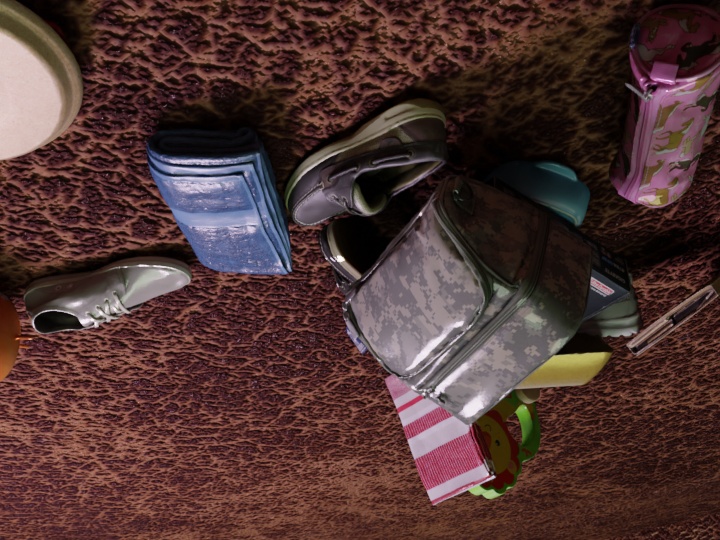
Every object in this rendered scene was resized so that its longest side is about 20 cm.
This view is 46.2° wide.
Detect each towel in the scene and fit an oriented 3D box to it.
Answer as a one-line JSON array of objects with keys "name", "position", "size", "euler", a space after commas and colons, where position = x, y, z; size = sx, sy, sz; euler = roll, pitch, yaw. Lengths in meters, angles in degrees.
[{"name": "towel", "position": [0.112, 0.225, 1.233], "size": [0.022, 0.203, 0.144], "euler": [-4, 156, -41]}, {"name": "towel", "position": [-0.129, -0.059, 0.810], "size": [0.109, 0.049, 0.201], "euler": [1, 152, 6]}]

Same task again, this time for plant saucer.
[{"name": "plant saucer", "position": [0.204, 0.109, 1.078], "size": [0.195, 0.050, 0.200], "euler": [-5, -173, 3]}]

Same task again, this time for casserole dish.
[{"name": "casserole dish", "position": [0.162, -0.037, 0.907], "size": [0.119, 0.039, 0.201], "euler": [17, 141, -15]}]

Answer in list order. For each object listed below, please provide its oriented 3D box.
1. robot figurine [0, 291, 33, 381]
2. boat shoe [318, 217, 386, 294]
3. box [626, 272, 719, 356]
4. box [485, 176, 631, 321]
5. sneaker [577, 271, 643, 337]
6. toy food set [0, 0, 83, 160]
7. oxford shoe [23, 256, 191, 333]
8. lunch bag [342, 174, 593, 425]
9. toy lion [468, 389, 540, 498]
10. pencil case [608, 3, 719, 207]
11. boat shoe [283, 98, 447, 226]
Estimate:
[{"name": "robot figurine", "position": [-0.457, 0.069, 0.908], "size": [0.196, 0.117, 0.146], "euler": [7, 121, -22]}, {"name": "boat shoe", "position": [0.000, 0.000, 0.921], "size": [0.064, 0.075, 0.199], "euler": [-18, 156, 21]}, {"name": "box", "position": [0.429, 0.019, 1.020], "size": [0.198, 0.021, 0.164], "euler": [-28, 162, -31]}, {"name": "box", "position": [0.159, 0.003, 0.889], "size": [0.198, 0.047, 0.158], "euler": [27, 136, -26]}, {"name": "sneaker", "position": [0.258, 0.038, 1.077], "size": [0.196, 0.084, 0.074], "euler": [-2, -173, 23]}, {"name": "toy food set", "position": [-0.307, -0.148, 0.621], "size": [0.196, 0.050, 0.198], "euler": [8, 148, -26]}, {"name": "oxford shoe", "position": [-0.280, 0.031, 0.939], "size": [0.196, 0.059, 0.076], "euler": [-12, 149, 5]}, {"name": "lunch bag", "position": [0.091, 0.022, 0.783], "size": [0.166, 0.140, 0.200], "euler": [35, 133, -6]}, {"name": "toy lion", "position": [0.204, 0.252, 1.307], "size": [0.197, 0.195, 0.068], "euler": [12, 147, -33]}, {"name": "pencil case", "position": [0.266, -0.136, 0.740], "size": [0.085, 0.084, 0.201], "euler": [-11, 152, 6]}, {"name": "boat shoe", "position": [0.001, -0.084, 0.786], "size": [0.071, 0.067, 0.199], "euler": [17, 144, -43]}]
